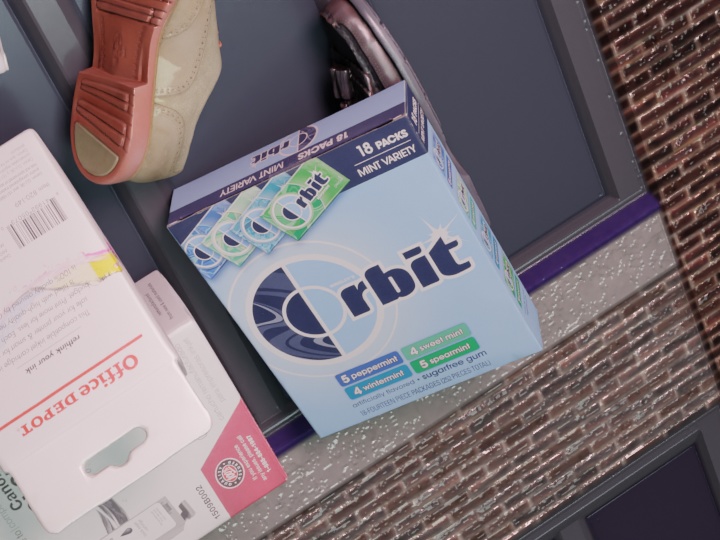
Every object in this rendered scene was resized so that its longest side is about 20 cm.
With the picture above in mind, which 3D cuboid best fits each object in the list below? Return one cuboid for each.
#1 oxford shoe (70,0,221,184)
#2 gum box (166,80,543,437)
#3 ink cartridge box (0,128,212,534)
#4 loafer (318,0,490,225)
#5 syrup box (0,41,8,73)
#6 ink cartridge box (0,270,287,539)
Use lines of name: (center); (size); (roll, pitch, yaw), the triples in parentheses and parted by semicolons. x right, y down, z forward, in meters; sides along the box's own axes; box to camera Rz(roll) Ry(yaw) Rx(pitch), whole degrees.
oxford shoe: (-0.114, -0.149, 0.877); (0.073, 0.070, 0.202); (-1, 114, -52)
gum box: (0.000, 0.000, 0.958); (0.168, 0.045, 0.201); (-23, 124, 17)
ink cartridge box: (-0.178, 0.038, 0.854); (0.116, 0.068, 0.201); (-32, 82, -7)
loafer: (0.019, -0.084, 0.956); (0.063, 0.072, 0.201); (-34, 125, -2)
syrup box: (-0.296, -0.126, 0.782); (0.198, 0.081, 0.080); (-18, 118, -19)
ink cartridge box: (-0.168, 0.121, 0.949); (0.199, 0.083, 0.147); (-33, 122, -8)
